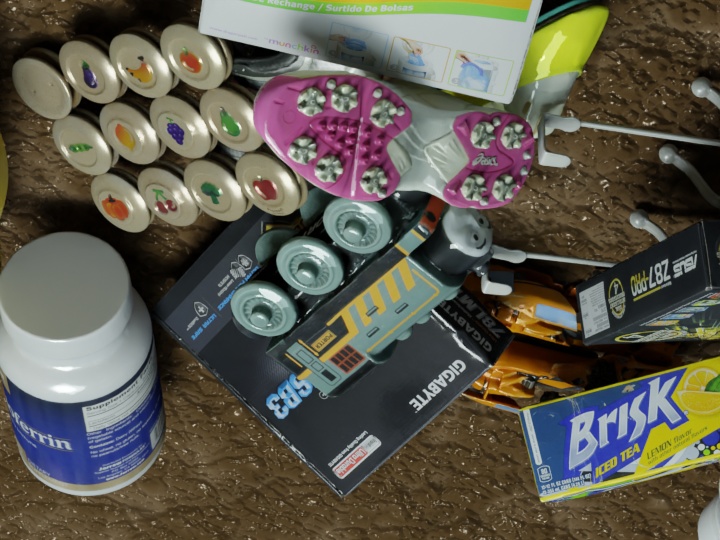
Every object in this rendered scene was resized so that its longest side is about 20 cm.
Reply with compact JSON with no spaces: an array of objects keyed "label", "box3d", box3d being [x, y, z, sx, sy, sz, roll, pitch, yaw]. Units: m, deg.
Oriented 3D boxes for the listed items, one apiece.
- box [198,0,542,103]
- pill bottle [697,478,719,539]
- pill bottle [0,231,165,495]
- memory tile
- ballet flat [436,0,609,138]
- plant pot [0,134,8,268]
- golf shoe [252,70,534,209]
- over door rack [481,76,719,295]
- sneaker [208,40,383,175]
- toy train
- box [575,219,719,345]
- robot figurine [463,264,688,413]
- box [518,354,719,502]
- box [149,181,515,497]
[{"label":"box","box3d":[0.011,-0.192,1.554,0.199,0.113,0.102,13,139,-1]},{"label":"pill bottle","box3d":[0.331,0.152,1.875,0.112,0.113,0.200,22,139,-13]},{"label":"pill bottle","box3d":[-0.205,0.068,1.879,0.115,0.116,0.200,6,144,6]},{"label":"memory tile","box3d":[-0.135,-0.093,1.704,0.199,0.017,0.154,-5,123,44]},{"label":"ballet flat","box3d":[0.090,-0.108,1.660,0.200,0.067,0.067,-26,170,38]},{"label":"plant pot","box3d":[-0.328,-0.037,1.754,0.200,0.202,0.189,3,153,9]},{"label":"golf shoe","box3d":[0.009,-0.085,1.574,0.199,0.091,0.076,12,103,-36]},{"label":"over door rack","box3d":[0.185,-0.056,1.692,0.199,0.067,0.148,-2,142,-18]},{"label":"sneaker","box3d":[-0.058,-0.126,1.678,0.087,0.074,0.200,42,139,-13]},{"label":"toy train","box3d":[0.000,0.000,1.701,0.114,0.085,0.200,38,129,-14]},{"label":"box","box3d":[0.247,0.006,1.636,0.160,0.049,0.200,-4,169,-19]},{"label":"robot figurine","box3d":[0.141,0.059,1.849,0.199,0.058,0.145,15,135,-4]},{"label":"box","box3d":[0.215,0.104,1.779,0.199,0.070,0.064,-16,171,13]},{"label":"box","box3d":[-0.023,0.038,1.820,0.199,0.050,0.200,45,133,-2]}]
